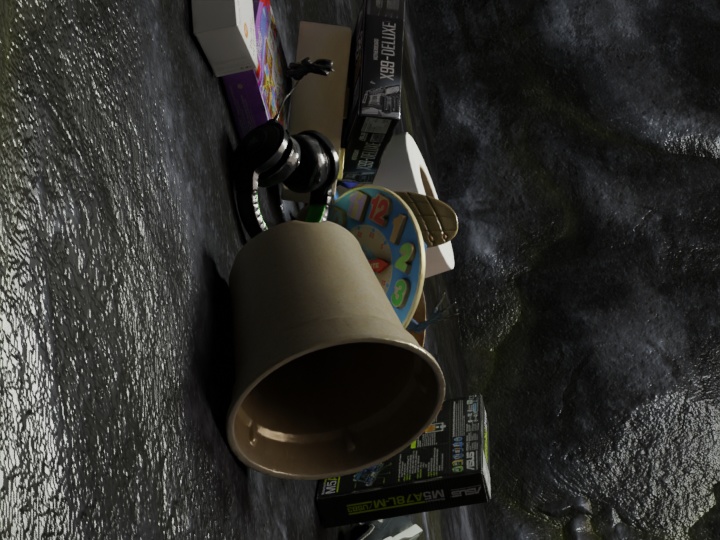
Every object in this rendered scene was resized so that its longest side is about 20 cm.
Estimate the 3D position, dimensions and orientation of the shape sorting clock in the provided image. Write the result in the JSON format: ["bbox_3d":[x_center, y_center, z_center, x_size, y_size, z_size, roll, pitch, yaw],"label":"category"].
[{"bbox_3d":[0.000,0.000,1.726,0.039,0.200,0.201,14,61,-44],"label":"shape sorting clock"}]

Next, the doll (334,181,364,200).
[{"bbox_3d":[-0.041,-0.137,1.891,0.200,0.048,0.137,-3,83,-68],"label":"doll"}]

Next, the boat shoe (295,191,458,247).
[{"bbox_3d":[0.021,-0.058,1.830,0.068,0.199,0.072,36,52,-85],"label":"boat shoe"}]

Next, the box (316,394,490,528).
[{"bbox_3d":[0.053,0.219,1.725,0.200,0.192,0.048,-81,157,-69],"label":"box"}]

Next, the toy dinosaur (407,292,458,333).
[{"bbox_3d":[0.018,0.073,1.863,0.105,0.200,0.182,14,65,-42],"label":"toy dinosaur"}]

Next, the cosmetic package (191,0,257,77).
[{"bbox_3d":[-0.144,-0.308,1.529,0.083,0.050,0.201,62,20,-63],"label":"cosmetic package"}]

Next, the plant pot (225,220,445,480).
[{"bbox_3d":[-0.042,0.061,1.370,0.201,0.200,0.184,70,1,-49],"label":"plant pot"}]

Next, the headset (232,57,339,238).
[{"bbox_3d":[-0.067,-0.120,1.550,0.123,0.094,0.201,7,84,-50],"label":"headset"}]

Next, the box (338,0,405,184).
[{"bbox_3d":[0.011,-0.213,1.754,0.200,0.050,0.158,116,-22,-70],"label":"box"}]

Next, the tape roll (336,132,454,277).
[{"bbox_3d":[0.036,-0.076,2.072,0.203,0.139,0.203,-18,90,-80],"label":"tape roll"}]

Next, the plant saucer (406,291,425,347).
[{"bbox_3d":[0.042,0.109,2.095,0.200,0.035,0.201,-169,-90,-75],"label":"plant saucer"}]

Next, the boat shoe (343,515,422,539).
[{"bbox_3d":[0.011,0.325,1.770,0.060,0.076,0.200,43,10,15],"label":"boat shoe"}]

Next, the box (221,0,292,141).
[{"bbox_3d":[-0.115,-0.221,1.652,0.200,0.039,0.137,-88,166,-56],"label":"box"}]

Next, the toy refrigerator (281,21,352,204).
[{"bbox_3d":[-0.049,-0.184,1.744,0.076,0.070,0.201,117,-20,-81],"label":"toy refrigerator"}]
